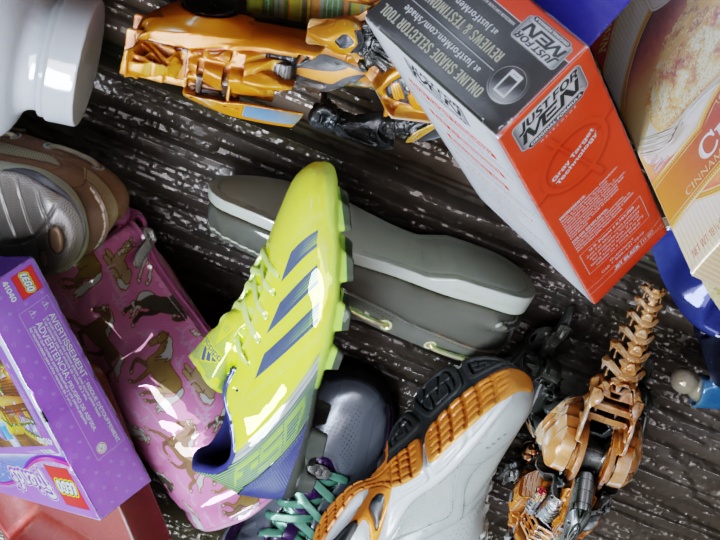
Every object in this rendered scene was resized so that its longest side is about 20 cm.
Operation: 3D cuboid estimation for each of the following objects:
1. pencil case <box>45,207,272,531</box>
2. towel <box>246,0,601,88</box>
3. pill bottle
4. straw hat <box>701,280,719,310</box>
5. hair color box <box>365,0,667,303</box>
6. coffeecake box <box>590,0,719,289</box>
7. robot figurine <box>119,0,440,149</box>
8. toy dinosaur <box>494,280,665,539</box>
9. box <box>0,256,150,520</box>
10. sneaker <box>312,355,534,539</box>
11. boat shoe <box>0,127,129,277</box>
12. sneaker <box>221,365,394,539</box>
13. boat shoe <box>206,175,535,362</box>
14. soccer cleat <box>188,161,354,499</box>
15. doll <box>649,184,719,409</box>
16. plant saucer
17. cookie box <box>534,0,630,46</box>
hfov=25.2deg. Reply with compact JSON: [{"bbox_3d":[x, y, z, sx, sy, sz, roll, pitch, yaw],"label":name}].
[{"bbox_3d":[-0.116,0.060,0.957,0.201,0.083,0.086,56,154,-12],"label":"pencil case"},{"bbox_3d":[0.035,-0.136,0.880,0.198,0.018,0.087,5,122,3],"label":"towel"},{"bbox_3d":[-0.241,-0.133,0.855,0.198,0.111,0.112,14,121,-2],"label":"pill bottle"},{"bbox_3d":[0.282,-0.018,0.854,0.199,0.085,0.203,-3,111,-9],"label":"straw hat"},{"bbox_3d":[0.084,-0.069,0.804,0.061,0.102,0.200,-44,150,-1],"label":"hair color box"},{"bbox_3d":[0.203,-0.101,0.771,0.073,0.201,0.154,23,122,-25],"label":"coffeecake box"},{"bbox_3d":[-0.023,-0.131,0.846,0.198,0.058,0.146,10,121,0],"label":"robot figurine"},{"bbox_3d":[0.136,0.097,0.939,0.102,0.136,0.200,37,118,-15],"label":"toy dinosaur"},{"bbox_3d":[-0.206,0.059,0.886,0.199,0.039,0.138,2,121,52],"label":"box"},{"bbox_3d":[0.052,0.135,0.956,0.091,0.076,0.200,29,121,-17],"label":"sneaker"},{"bbox_3d":[-0.214,-0.048,0.910,0.199,0.072,0.076,21,122,29],"label":"boat shoe"},{"bbox_3d":[-0.035,0.156,1.020,0.074,0.088,0.201,22,121,-8],"label":"sneaker"},{"bbox_3d":[0.000,0.001,0.934,0.200,0.072,0.061,19,116,-10],"label":"boat shoe"},{"bbox_3d":[-0.050,0.036,0.872,0.083,0.065,0.202,9,114,-3],"label":"soccer cleat"},{"bbox_3d":[0.238,0.027,0.937,0.136,0.049,0.201,-26,115,12],"label":"doll"},{"bbox_3d":[-0.189,0.113,0.987,0.199,0.037,0.201,17,134,46],"label":"plant saucer"},{"bbox_3d":[0.103,-0.236,0.753,0.171,0.075,0.200,35,118,-15],"label":"cookie box"}]
